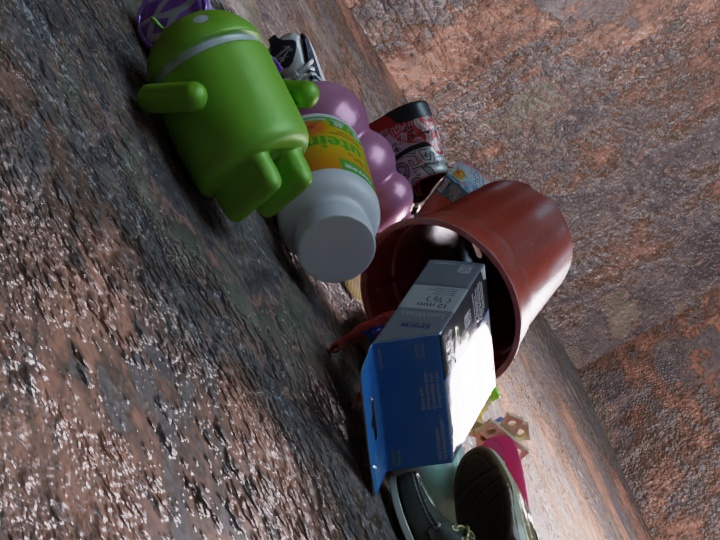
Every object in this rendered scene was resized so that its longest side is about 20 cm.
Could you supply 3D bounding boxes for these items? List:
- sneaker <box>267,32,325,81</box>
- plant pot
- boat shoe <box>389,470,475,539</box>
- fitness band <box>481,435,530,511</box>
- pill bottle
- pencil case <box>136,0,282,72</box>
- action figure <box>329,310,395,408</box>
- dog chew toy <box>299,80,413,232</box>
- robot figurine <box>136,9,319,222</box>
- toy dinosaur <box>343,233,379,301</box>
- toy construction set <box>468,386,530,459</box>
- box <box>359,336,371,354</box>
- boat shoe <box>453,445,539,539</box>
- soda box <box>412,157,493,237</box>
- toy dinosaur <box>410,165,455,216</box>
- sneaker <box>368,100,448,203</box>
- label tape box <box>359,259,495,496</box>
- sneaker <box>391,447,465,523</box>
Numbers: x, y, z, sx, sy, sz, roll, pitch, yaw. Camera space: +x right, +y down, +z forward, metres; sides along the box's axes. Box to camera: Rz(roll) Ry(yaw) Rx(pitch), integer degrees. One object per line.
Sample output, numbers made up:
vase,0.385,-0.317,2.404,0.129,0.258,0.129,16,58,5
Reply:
sneaker,-0.084,-0.253,1.866,0.130,0.079,0.199,56,11,-17
plant pot,0.133,-0.001,1.572,0.195,0.200,0.202,-37,98,-49
boat shoe,0.087,0.273,1.296,0.203,0.060,0.072,65,10,22
fitness band,0.149,0.274,1.464,0.144,0.037,0.202,98,-11,-61
pill bottle,-0.038,-0.076,1.501,0.111,0.110,0.201,54,12,-33
pencil case,-0.150,-0.223,1.431,0.084,0.085,0.200,62,11,22
action figure,0.006,0.090,1.434,0.066,0.099,0.200,57,-12,2
dog chew toy,-0.015,-0.127,1.658,0.200,0.124,0.125,47,10,0
robot figurine,-0.121,-0.147,1.268,0.175,0.115,0.201,-12,70,-48
toy dinosaur,0.000,0.000,1.698,0.200,0.058,0.102,43,34,-38
toy construction set,0.123,0.154,1.627,0.132,0.092,0.200,57,-1,-22
box,0.062,0.151,1.628,0.201,0.021,0.163,61,10,1
boat shoe,0.147,0.269,1.355,0.076,0.071,0.202,18,49,-44
soda box,0.087,-0.041,1.740,0.063,0.201,0.068,38,32,3
toy dinosaur,0.039,-0.094,1.841,0.085,0.200,0.136,4,47,-42
sneaker,0.020,-0.121,1.741,0.067,0.200,0.109,-6,73,-55
label tape box,0.066,0.100,1.317,0.200,0.065,0.145,-54,143,-54
sneaker,0.079,0.180,1.470,0.118,0.073,0.201,49,24,-24
